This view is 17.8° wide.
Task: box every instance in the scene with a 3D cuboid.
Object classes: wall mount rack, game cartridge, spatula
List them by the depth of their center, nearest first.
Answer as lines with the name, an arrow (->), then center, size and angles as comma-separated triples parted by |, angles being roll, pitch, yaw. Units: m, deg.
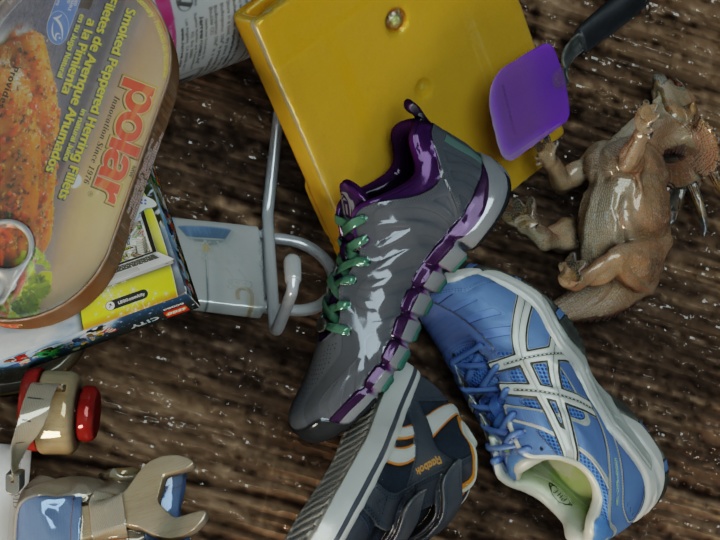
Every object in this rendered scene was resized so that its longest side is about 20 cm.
wall mount rack -> -0.103, -0.046, 1.360 | 0.200, 0.075, 0.174 | 7, 48, -14
game cartridge -> 0.029, -0.111, 1.372 | 0.176, 0.032, 0.200 | -37, 125, -24
spatula -> 0.134, -0.136, 1.429 | 0.200, 0.021, 0.057 | -46, 128, -46

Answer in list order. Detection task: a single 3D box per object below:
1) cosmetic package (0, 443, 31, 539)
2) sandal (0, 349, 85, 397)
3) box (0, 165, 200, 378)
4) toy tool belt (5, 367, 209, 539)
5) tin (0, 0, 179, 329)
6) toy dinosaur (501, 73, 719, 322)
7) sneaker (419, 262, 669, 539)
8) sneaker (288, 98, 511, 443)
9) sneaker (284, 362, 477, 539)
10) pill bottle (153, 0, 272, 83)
cosmetic package -> -0.232, 0.195, 1.280 | 0.083, 0.051, 0.200 | 6, 76, -14
sandal -> -0.252, 0.013, 1.313 | 0.200, 0.055, 0.082 | 24, 73, -8
box -> -0.204, -0.012, 1.265 | 0.200, 0.038, 0.137 | -19, 74, 3
toy tool belt -> -0.126, 0.154, 1.266 | 0.123, 0.125, 0.200 | 2, 96, 3
tin -> -0.166, -0.065, 1.234 | 0.112, 0.042, 0.200 | 16, 79, 15
toy dinosaur -> 0.169, -0.032, 1.427 | 0.136, 0.086, 0.200 | 23, 88, -45
sneaker -> 0.101, 0.078, 1.372 | 0.200, 0.076, 0.077 | 47, 45, 1
sneaker -> 0.000, 0.000, 1.333 | 0.088, 0.074, 0.200 | 38, 77, -22
sneaker -> 0.018, 0.126, 1.307 | 0.079, 0.078, 0.200 | 39, 34, -4
pill bottle -> -0.079, -0.182, 1.359 | 0.200, 0.113, 0.113 | -25, 85, -33
